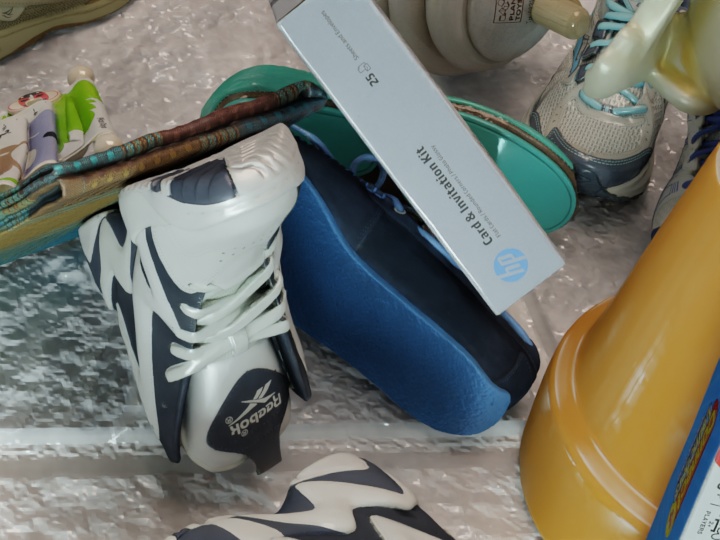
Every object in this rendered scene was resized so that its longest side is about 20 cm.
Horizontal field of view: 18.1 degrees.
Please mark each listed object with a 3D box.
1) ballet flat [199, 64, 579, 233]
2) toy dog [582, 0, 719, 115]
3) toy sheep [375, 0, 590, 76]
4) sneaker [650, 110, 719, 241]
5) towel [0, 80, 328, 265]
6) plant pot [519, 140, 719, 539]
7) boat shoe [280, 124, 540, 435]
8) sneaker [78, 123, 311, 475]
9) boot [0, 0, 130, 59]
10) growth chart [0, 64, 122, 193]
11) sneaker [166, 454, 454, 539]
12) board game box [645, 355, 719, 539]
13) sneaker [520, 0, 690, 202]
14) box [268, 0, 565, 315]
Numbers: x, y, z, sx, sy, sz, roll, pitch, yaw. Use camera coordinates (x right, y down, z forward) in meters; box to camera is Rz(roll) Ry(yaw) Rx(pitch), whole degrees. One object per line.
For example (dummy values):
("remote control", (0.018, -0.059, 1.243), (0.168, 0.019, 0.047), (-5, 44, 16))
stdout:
("ballet flat", (0.016, -0.069, 1.154), (0.198, 0.068, 0.071), (11, 24, -9))
("toy dog", (0.235, -0.085, 1.089), (0.200, 0.140, 0.194), (41, 21, 14))
("toy sheep", (0.052, -0.169, 1.235), (0.137, 0.139, 0.199), (-23, 34, -38))
("sneaker", (0.189, -0.067, 1.174), (0.075, 0.089, 0.200), (-4, 27, 23))
("towel", (-0.122, -0.033, 0.978), (0.146, 0.200, 0.022), (-24, 90, -39))
("plant pot", (0.187, 0.040, 0.981), (0.199, 0.184, 0.201), (9, 39, -8))
("boat shoe", (0.000, 0.000, 1.068), (0.200, 0.084, 0.068), (49, 39, 13))
("sneaker", (-0.053, 0.020, 0.933), (0.079, 0.199, 0.130), (-24, 91, -27))
("boot", (-0.162, -0.206, 1.183), (0.073, 0.156, 0.200), (33, 41, 21))
("growth chart", (-0.203, -0.046, 1.028), (0.199, 0.018, 0.145), (-16, 23, -14))
("sneaker", (-0.013, 0.152, 0.849), (0.129, 0.080, 0.199), (27, 29, 28))
("board game box", (0.210, 0.126, 0.872), (0.194, 0.201, 0.056), (14, 39, 0))
("sneaker", (0.139, -0.115, 1.230), (0.077, 0.087, 0.200), (19, 38, 6))
("box", (0.017, -0.075, 1.011), (0.156, 0.041, 0.200), (52, 6, -14))
